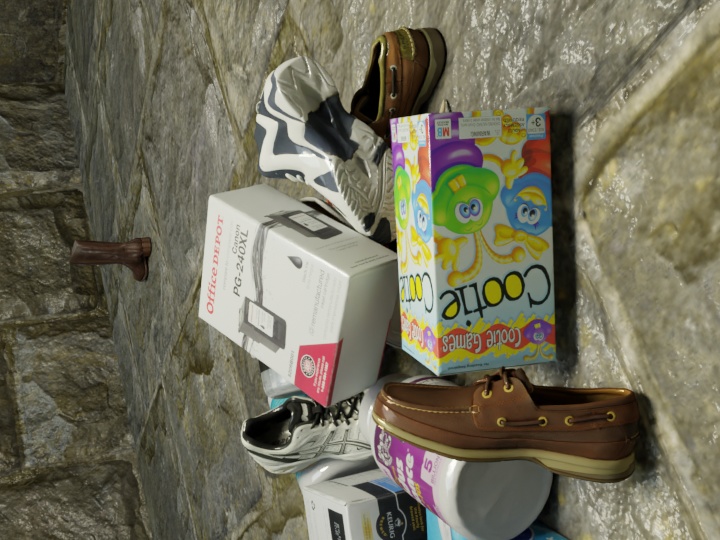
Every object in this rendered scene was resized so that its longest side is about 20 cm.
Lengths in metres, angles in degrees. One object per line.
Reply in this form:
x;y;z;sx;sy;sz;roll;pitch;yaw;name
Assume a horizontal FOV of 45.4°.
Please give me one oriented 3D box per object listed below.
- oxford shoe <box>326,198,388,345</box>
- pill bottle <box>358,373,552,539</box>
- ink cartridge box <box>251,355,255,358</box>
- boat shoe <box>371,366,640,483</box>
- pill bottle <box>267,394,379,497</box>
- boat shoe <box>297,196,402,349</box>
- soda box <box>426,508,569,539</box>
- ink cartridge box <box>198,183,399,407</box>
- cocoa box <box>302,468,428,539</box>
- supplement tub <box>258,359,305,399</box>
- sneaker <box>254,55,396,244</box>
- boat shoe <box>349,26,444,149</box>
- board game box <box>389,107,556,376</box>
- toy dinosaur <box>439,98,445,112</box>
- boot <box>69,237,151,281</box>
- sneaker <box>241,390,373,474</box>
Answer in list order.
-0.002;-0.009;0.975;0.073;0.071;0.201;125;133;-65;oxford shoe
0.076;0.162;0.800;0.200;0.111;0.113;-161;66;-63;pill bottle
-0.099;0.030;1.175;0.200;0.084;0.146;-33;67;62;ink cartridge box
0.109;0.104;0.646;0.072;0.198;0.068;-60;-23;-74;boat shoe
-0.050;0.186;1.080;0.201;0.110;0.111;62;148;36;pill bottle
0.000;0.000;0.889;0.200;0.071;0.070;51;-179;15;boat shoe
0.134;0.260;0.761;0.200;0.064;0.068;13;109;63;soda box
-0.067;0.018;0.857;0.199;0.083;0.146;29;121;33;ink cartridge box
0.031;0.323;0.917;0.133;0.130;0.202;168;94;-65;cocoa box
-0.070;0.041;1.004;0.122;0.122;0.202;-33;68;63;supplement tub
-0.041;-0.108;0.875;0.199;0.080;0.129;50;155;-13;sneaker
0.020;-0.163;0.883;0.072;0.068;0.201;62;148;37;boat shoe
0.090;-0.028;0.708;0.105;0.102;0.202;-154;59;-74;board game box
0.067;-0.055;0.824;0.101;0.058;0.202;-138;46;-56;toy dinosaur
-0.647;-0.024;2.204;0.065;0.199;0.187;68;151;29;boot
-0.040;0.172;0.960;0.088;0.199;0.076;54;-163;-51;sneaker
